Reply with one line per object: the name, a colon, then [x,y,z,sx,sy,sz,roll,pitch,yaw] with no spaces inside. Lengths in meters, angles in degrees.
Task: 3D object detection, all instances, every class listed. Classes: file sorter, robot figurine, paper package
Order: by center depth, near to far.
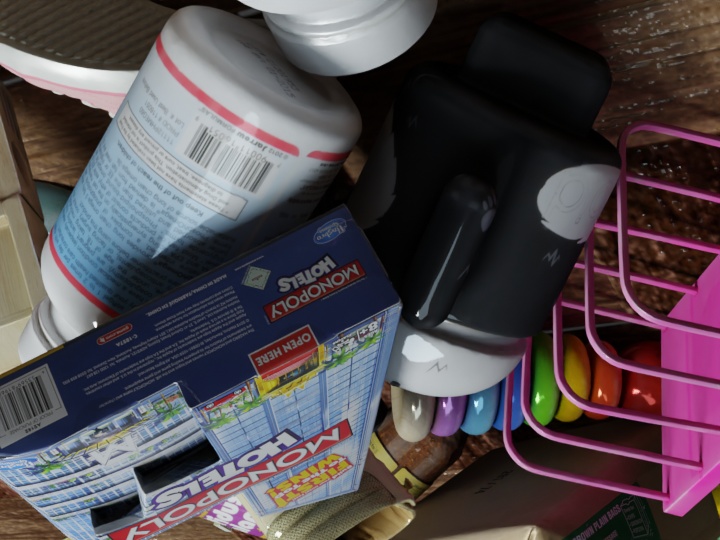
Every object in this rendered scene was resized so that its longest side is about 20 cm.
robot figurine: [0.056,-0.032,0.698,0.150,0.125,0.200,7,114,-46]
file sorter: [0.169,0.029,0.766,0.125,0.139,0.200,13,146,-8]
paper package: [0.121,0.188,0.916,0.190,0.200,0.104,-22,92,43]

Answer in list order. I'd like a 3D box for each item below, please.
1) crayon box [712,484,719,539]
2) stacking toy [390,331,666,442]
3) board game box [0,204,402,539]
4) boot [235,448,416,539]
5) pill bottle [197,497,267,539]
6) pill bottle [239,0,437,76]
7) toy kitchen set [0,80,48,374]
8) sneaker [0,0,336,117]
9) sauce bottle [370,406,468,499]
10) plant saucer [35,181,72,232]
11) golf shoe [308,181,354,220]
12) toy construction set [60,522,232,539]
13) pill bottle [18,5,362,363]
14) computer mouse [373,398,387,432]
crayon box: [0.311,0.176,1.004,0.172,0.058,0.200,-21,132,40]
stacking toy: [0.123,0.072,0.893,0.199,0.086,0.085,1,146,-6]
board game box: [-0.070,0.080,0.665,0.200,0.062,0.200,-27,153,-6]
boot: [-0.016,0.097,0.824,0.155,0.200,0.073,43,127,23]
pill bottle: [-0.109,0.141,1.052,0.200,0.112,0.112,20,145,-10]
pill bottle: [-0.029,-0.183,0.571,0.111,0.111,0.200,-1,143,20]
toy kitchen set: [-0.179,-0.014,0.849,0.163,0.181,0.200,-21,156,-1]
sneaker: [-0.116,-0.096,0.752,0.200,0.075,0.105,10,140,-2]
sauce bottle: [0.029,0.136,0.967,0.200,0.066,0.066,-41,125,10]
plant saucer: [-0.227,0.032,0.943,0.200,0.027,0.201,7,120,12]
golf shoe: [0.000,0.000,0.821,0.200,0.078,0.097,17,161,-36]
toy construction set: [-0.194,0.195,1.174,0.200,0.092,0.131,-8,116,16]
pill bottle: [-0.092,-0.023,0.673,0.109,0.109,0.200,27,112,-19]
computer mouse: [-0.080,0.102,0.934,0.200,0.139,0.053,-13,106,-10]
